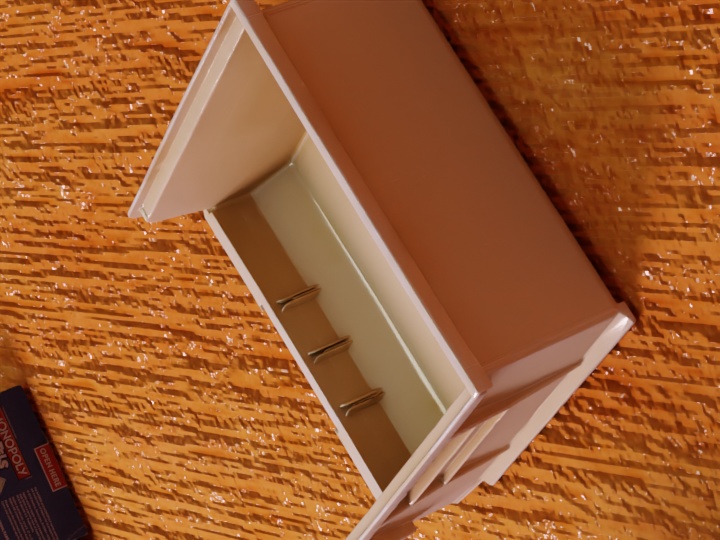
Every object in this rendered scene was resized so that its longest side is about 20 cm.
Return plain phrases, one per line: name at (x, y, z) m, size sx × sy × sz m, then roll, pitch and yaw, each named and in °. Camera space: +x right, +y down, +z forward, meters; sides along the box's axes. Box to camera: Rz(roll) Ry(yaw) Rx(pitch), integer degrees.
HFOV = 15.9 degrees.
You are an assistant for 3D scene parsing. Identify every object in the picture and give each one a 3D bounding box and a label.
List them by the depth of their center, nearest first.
storage bin at (0.000, 0.000, 1.156) m, size 0.201 × 0.093 × 0.199 m, roll 58°, pitch 148°, yaw 16°
board game box at (-0.236, 0.197, 1.683) m, size 0.200 × 0.061 × 0.201 m, roll -31°, pitch 82°, yaw 60°
